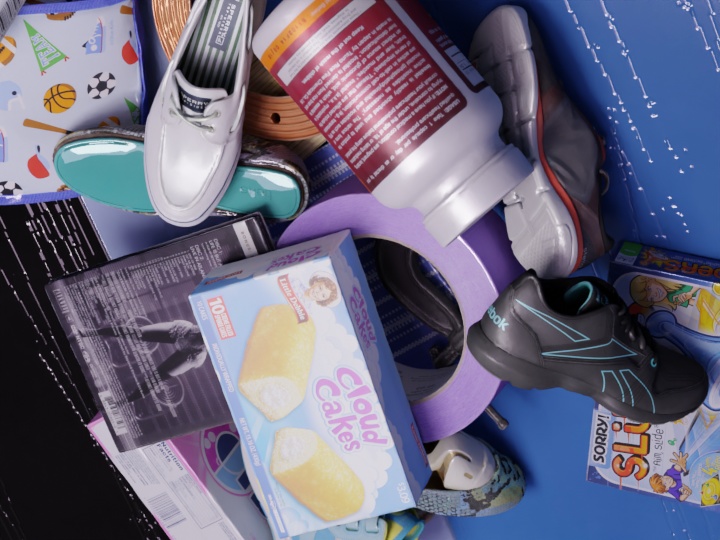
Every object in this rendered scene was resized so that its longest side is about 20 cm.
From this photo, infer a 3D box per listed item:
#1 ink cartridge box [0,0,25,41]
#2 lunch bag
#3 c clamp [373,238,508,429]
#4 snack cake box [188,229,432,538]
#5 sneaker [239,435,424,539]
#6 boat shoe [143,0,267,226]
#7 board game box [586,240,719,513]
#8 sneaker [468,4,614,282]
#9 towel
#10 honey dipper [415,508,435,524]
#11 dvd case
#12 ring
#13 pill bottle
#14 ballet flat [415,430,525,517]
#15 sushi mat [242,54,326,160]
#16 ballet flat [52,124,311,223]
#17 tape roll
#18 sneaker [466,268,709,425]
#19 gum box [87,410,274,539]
[{"bbox_3d":[-0.319,-0.269,1.618,0.199,0.197,0.043,24,160,8],"label":"ink cartridge box"},{"bbox_3d":[-0.263,-0.146,1.697,0.198,0.124,0.171,-2,119,-2],"label":"lunch bag"},{"bbox_3d":[0.101,-0.004,1.668,0.171,0.027,0.200,39,116,3],"label":"c clamp"},{"bbox_3d":[-0.034,0.085,1.619,0.114,0.067,0.201,-15,104,18],"label":"snack cake box"},{"bbox_3d":[-0.015,0.176,1.773,0.130,0.079,0.202,-18,91,35],"label":"sneaker"},{"bbox_3d":[-0.119,-0.130,1.601,0.073,0.067,0.202,12,97,4],"label":"boat shoe"},{"bbox_3d":[0.246,0.084,1.663,0.134,0.034,0.202,12,122,17],"label":"board game box"},{"bbox_3d":[0.135,-0.095,1.597,0.077,0.081,0.202,-8,95,52],"label":"sneaker"},{"bbox_3d":[0.000,0.000,1.734,0.144,0.024,0.201,-31,101,35],"label":"towel"},{"bbox_3d":[-0.006,0.125,1.797,0.038,0.038,0.201,-28,101,33],"label":"honey dipper"},{"bbox_3d":[-0.133,0.050,1.690,0.199,0.016,0.150,-17,103,27],"label":"dvd case"},{"bbox_3d":[-0.067,-0.194,1.638,0.199,0.019,0.202,10,115,23],"label":"ring"},{"bbox_3d":[0.026,-0.119,1.541,0.200,0.113,0.113,50,125,2],"label":"pill bottle"},{"bbox_3d":[0.045,0.149,1.724,0.198,0.074,0.075,5,126,-17],"label":"ballet flat"},{"bbox_3d":[-0.051,-0.140,1.671,0.200,0.012,0.096,-38,89,34],"label":"sushi mat"},{"bbox_3d":[-0.133,-0.077,1.680,0.198,0.072,0.073,9,122,5],"label":"ballet flat"},{"bbox_3d":[0.029,0.026,1.654,0.199,0.066,0.202,11,116,23],"label":"tape roll"},{"bbox_3d":[0.175,0.054,1.571,0.199,0.076,0.080,14,116,-28],"label":"sneaker"},{"bbox_3d":[-0.129,0.157,1.818,0.066,0.114,0.201,-27,105,33],"label":"gum box"}]
